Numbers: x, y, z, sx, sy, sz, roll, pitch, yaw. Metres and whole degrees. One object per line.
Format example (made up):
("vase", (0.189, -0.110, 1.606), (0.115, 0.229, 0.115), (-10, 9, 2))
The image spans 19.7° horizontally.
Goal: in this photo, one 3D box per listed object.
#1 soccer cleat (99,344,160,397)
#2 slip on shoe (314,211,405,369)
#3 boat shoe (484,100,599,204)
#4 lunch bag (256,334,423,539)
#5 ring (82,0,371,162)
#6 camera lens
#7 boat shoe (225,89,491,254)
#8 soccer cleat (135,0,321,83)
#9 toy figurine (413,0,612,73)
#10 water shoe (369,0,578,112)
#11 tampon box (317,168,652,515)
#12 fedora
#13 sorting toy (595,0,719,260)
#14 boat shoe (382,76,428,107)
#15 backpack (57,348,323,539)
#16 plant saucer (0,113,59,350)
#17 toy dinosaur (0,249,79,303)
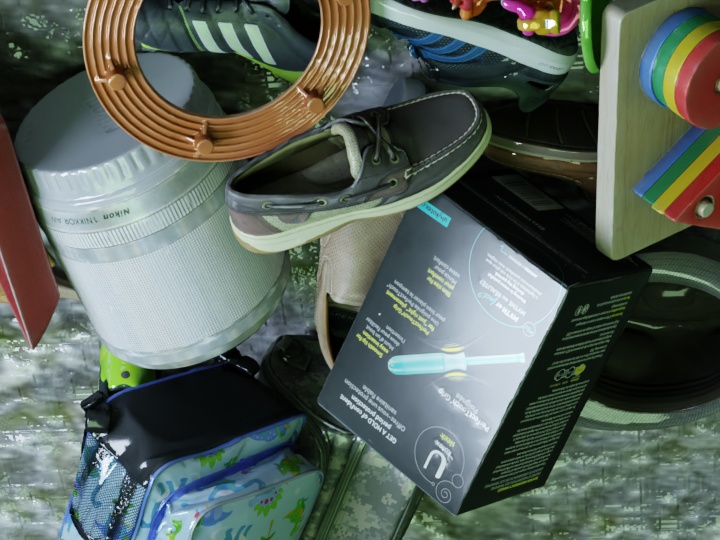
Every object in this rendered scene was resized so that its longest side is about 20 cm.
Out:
("soccer cleat", (-0.190, 0.124, 1.710), (0.067, 0.081, 0.201), (5, 141, 2))
("slip on shoe", (0.000, 0.000, 1.553), (0.076, 0.061, 0.201), (13, 138, -4))
("boat shoe", (0.184, -0.078, 1.545), (0.199, 0.072, 0.068), (6, 128, 0))
("lunch bag", (-0.028, 0.160, 1.719), (0.167, 0.139, 0.201), (26, 127, 6))
("ring", (-0.087, -0.159, 1.399), (0.199, 0.019, 0.201), (-8, 125, -12))
("camera lens", (-0.152, -0.040, 1.547), (0.159, 0.160, 0.201), (-13, 126, 14))
("boat shoe", (-0.001, -0.075, 1.450), (0.199, 0.073, 0.065), (-27, 152, -4))
("soccer cleat", (-0.094, -0.187, 1.485), (0.199, 0.068, 0.081), (15, 137, -16))
("toy figurine", (0.073, -0.233, 1.397), (0.183, 0.150, 0.201), (3, 115, 17))
("water shoe", (0.056, -0.168, 1.486), (0.199, 0.072, 0.079), (20, 132, -9))
("tampon box", (0.091, 0.050, 1.529), (0.150, 0.126, 0.201), (38, 117, 28))
("fedora", (0.225, 0.035, 1.619), (0.199, 0.091, 0.177), (-18, 124, 25))
("sorting toy", (0.263, -0.113, 1.441), (0.198, 0.070, 0.201), (-24, 131, -25))
("boat shoe", (0.036, -0.065, 1.576), (0.065, 0.074, 0.200), (9, 139, -6))
("backpack", (-0.137, 0.189, 1.605), (0.147, 0.183, 0.201), (44, 130, 25))
("plant saucer", (-0.276, -0.074, 1.527), (0.037, 0.200, 0.200), (-21, 129, -12))
("toy dinosaur", (-0.266, 0.008, 1.672), (0.199, 0.061, 0.106), (10, 167, -6))
